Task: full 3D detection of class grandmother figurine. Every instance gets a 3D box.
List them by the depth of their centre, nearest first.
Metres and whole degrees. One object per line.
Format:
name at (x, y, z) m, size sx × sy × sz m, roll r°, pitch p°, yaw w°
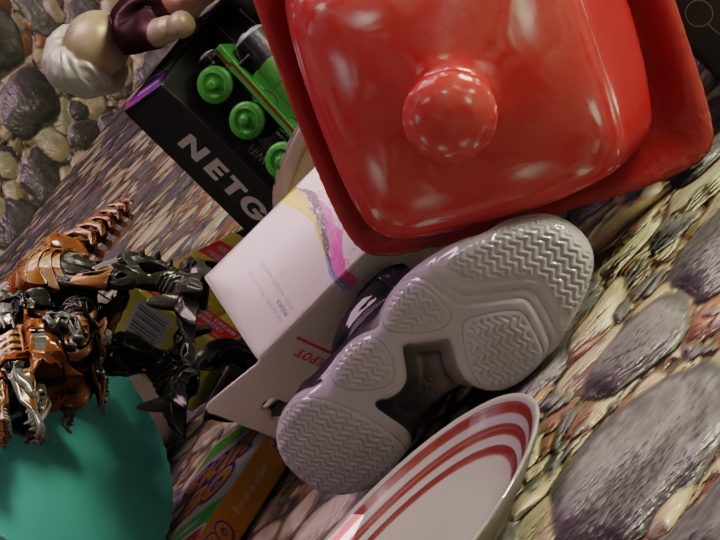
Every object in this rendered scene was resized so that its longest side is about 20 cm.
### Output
grandmother figurine at (-0.109, -0.168, 1.637) m, size 0.199 × 0.061 × 0.121 m, roll -33°, pitch 11°, yaw 24°

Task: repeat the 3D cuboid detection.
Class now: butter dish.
butter dish at (0.048, -0.095, 1.307) m, size 0.198 × 0.201 × 0.148 m, roll -16°, pitch 20°, yaw 15°

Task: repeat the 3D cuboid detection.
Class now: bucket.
bucket at (-0.214, 0.125, 1.565) m, size 0.135 × 0.207 × 0.207 m, roll -36°, pitch 15°, yaw 31°

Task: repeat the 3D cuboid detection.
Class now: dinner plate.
dinner plate at (0.013, 0.134, 1.221) m, size 0.200 × 0.024 × 0.200 m, roll -45°, pitch 12°, yaw 12°

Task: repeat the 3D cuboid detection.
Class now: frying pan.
frying pan at (-0.051, 0.034, 1.565) m, size 0.115 × 0.031 × 0.190 m, roll -54°, pitch -6°, yaw -13°

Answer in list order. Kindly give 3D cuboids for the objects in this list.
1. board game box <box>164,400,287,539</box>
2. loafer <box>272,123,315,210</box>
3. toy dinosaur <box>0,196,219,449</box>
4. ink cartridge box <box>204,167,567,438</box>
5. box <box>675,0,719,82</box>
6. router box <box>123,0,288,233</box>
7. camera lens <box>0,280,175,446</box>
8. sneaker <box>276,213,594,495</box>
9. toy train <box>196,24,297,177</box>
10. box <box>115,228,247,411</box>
board game box at (-0.088, 0.145, 1.578) m, size 0.095 × 0.030 × 0.200 m, roll -36°, pitch 13°, yaw 47°
loafer at (0.030, -0.092, 1.515) m, size 0.200 × 0.068 × 0.076 m, roll -49°, pitch -15°, yaw -6°
toy dinosaur at (-0.152, 0.022, 1.520) m, size 0.102 × 0.135 × 0.201 m, roll 94°, pitch -173°, yaw -59°
ink cartridge box at (0.000, 0.000, 1.487) m, size 0.200 × 0.068 × 0.116 m, roll -44°, pitch -34°, yaw 13°
box at (0.208, -0.204, 1.425) m, size 0.148 × 0.124 × 0.200 m, roll -43°, pitch 10°, yaw 21°
router box at (-0.028, -0.083, 1.691) m, size 0.051 × 0.200 × 0.149 m, roll -31°, pitch 19°, yaw 51°
camera lens at (-0.227, 0.115, 1.854) m, size 0.160 × 0.160 × 0.200 m, roll -32°, pitch 18°, yaw 53°
sneaker at (0.041, 0.022, 1.377) m, size 0.200 × 0.075 × 0.114 m, roll -41°, pitch 12°, yaw 28°
toy train at (-0.016, -0.062, 1.593) m, size 0.056 × 0.200 × 0.042 m, roll -44°, pitch -9°, yaw 18°
box at (-0.079, 0.023, 1.682) m, size 0.050 × 0.075 × 0.200 m, roll -61°, pitch -14°, yaw 23°
